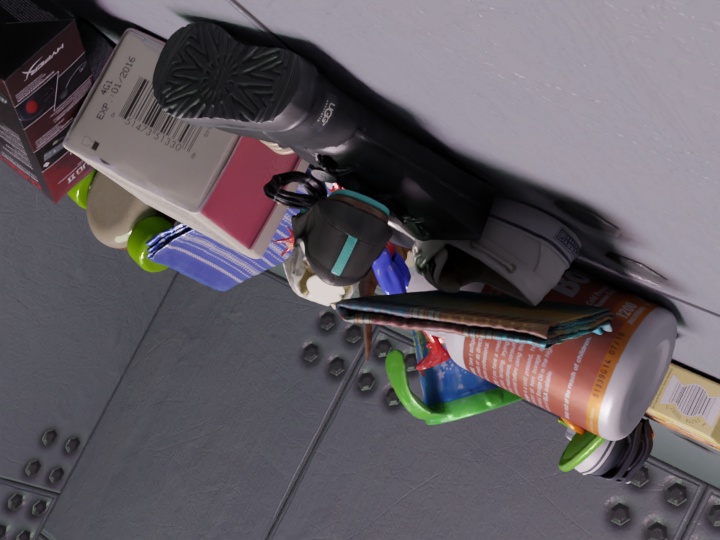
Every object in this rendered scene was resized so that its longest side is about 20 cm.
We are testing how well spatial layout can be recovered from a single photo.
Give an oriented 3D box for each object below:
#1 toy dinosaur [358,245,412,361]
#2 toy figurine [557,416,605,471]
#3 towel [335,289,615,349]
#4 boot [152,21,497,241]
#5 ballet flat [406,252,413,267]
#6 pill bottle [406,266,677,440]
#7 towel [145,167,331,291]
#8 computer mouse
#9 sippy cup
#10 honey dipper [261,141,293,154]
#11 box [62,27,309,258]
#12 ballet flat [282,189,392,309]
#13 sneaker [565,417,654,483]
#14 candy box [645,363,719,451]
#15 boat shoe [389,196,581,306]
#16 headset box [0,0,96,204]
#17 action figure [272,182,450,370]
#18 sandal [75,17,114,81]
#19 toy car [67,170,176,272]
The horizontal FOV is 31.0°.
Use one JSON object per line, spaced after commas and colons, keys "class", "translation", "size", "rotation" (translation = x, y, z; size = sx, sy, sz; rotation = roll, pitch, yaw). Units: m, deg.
{"class": "toy dinosaur", "translation": [0.015, -0.013, 1.247], "size": [0.106, 0.060, 0.200], "rotation": [42, -146, -4]}
{"class": "toy figurine", "translation": [0.166, 0.056, 1.174], "size": [0.184, 0.150, 0.200], "rotation": [41, -158, 5]}
{"class": "towel", "translation": [0.085, 0.032, 0.895], "size": [0.146, 0.022, 0.200], "rotation": [6, -176, 22]}
{"class": "boot", "translation": [-0.023, -0.088, 0.871], "size": [0.200, 0.066, 0.165], "rotation": [25, -178, -43]}
{"class": "ballet flat", "translation": [-0.023, -0.037, 1.393], "size": [0.200, 0.070, 0.069], "rotation": [27, 176, -1]}
{"class": "pill bottle", "translation": [0.140, 0.045, 1.037], "size": [0.200, 0.112, 0.112], "rotation": [25, 175, 26]}
{"class": "towel", "translation": [-0.101, -0.035, 1.316], "size": [0.200, 0.024, 0.145], "rotation": [-23, 152, 22]}
{"class": "computer mouse", "translation": [-0.005, -0.044, 1.043], "size": [0.200, 0.034, 0.059], "rotation": [11, -150, -45]}
{"class": "sippy cup", "translation": [0.114, 0.081, 1.363], "size": [0.139, 0.131, 0.178], "rotation": [-19, 177, 21]}
{"class": "honey dipper", "translation": [-0.035, -0.091, 1.023], "size": [0.038, 0.038, 0.200], "rotation": [26, 177, 25]}
{"class": "box", "translation": [-0.134, -0.098, 1.065], "size": [0.128, 0.109, 0.200], "rotation": [27, 176, 12]}
{"class": "ballet flat", "translation": [-0.021, -0.012, 0.879], "size": [0.068, 0.069, 0.200], "rotation": [22, 176, -1]}
{"class": "sneaker", "translation": [0.260, 0.174, 1.319], "size": [0.079, 0.079, 0.200], "rotation": [32, -173, 4]}
{"class": "candy box", "translation": [0.295, 0.119, 1.326], "size": [0.200, 0.055, 0.115], "rotation": [25, 175, 36]}
{"class": "boat shoe", "translation": [0.068, -0.020, 0.947], "size": [0.200, 0.070, 0.071], "rotation": [22, 164, 45]}
{"class": "headset box", "translation": [-0.280, -0.153, 1.015], "size": [0.149, 0.075, 0.200], "rotation": [37, 159, 15]}
{"class": "action figure", "translation": [0.000, 0.000, 1.163], "size": [0.200, 0.099, 0.065], "rotation": [63, -156, -17]}
{"class": "sandal", "translation": [-0.232, -0.167, 1.157], "size": [0.043, 0.076, 0.200], "rotation": [24, 164, 26]}
{"class": "toy car", "translation": [-0.189, -0.084, 1.424], "size": [0.164, 0.158, 0.200], "rotation": [39, -165, 36]}
